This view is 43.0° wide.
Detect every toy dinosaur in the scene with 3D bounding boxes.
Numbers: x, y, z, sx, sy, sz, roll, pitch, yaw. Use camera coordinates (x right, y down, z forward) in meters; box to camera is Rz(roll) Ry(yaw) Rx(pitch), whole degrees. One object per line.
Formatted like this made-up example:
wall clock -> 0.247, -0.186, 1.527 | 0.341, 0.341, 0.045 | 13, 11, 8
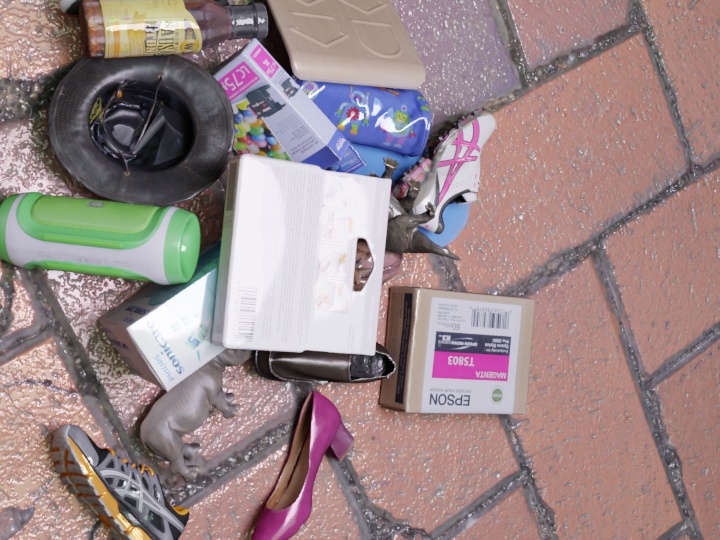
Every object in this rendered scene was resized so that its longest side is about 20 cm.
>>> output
toy dinosaur -> 0.000, 0.000, 1.126 | 0.200, 0.135, 0.086 | -30, 103, -30
toy dinosaur -> 0.032, -0.067, 1.099 | 0.200, 0.102, 0.077 | 28, 42, -7

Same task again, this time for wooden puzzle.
wooden puzzle -> -0.031, -0.303, 1.126 | 0.185, 0.046, 0.200 | -2, 60, -31

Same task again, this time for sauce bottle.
sauce bottle -> -0.201, -0.269, 0.997 | 0.200, 0.066, 0.066 | -10, 96, -20

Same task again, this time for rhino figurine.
rhino figurine -> -0.185, 0.141, 1.080 | 0.087, 0.060, 0.200 | 40, 72, -26

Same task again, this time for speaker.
speaker -> -0.276, -0.034, 0.964 | 0.200, 0.088, 0.089 | 6, 88, 6

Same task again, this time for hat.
hat -> -0.245, -0.152, 1.028 | 0.200, 0.081, 0.201 | 3, 77, -15

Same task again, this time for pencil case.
pencil case -> -0.006, -0.204, 1.143 | 0.200, 0.078, 0.087 | 12, 110, -22

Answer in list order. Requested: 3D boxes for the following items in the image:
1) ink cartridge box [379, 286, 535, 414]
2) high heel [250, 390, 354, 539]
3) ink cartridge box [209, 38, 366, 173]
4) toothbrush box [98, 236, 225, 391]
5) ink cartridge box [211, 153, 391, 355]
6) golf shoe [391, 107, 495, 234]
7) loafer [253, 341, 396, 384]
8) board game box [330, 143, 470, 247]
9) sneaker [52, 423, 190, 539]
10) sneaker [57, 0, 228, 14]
ink cartridge box -> 0.134, 0.110, 1.238 | 0.200, 0.075, 0.165 | 5, 88, -28
high heel -> -0.090, 0.247, 1.127 | 0.200, 0.067, 0.096 | -54, 124, -32
ink cartridge box -> -0.099, -0.166, 1.083 | 0.200, 0.119, 0.042 | 44, 46, -23
toothbrush box -> -0.178, 0.037, 1.032 | 0.200, 0.146, 0.085 | -36, 107, -23
ink cartridge box -> -0.062, -0.012, 0.984 | 0.176, 0.045, 0.201 | 7, 88, -26
golf shoe -> 0.120, -0.128, 1.176 | 0.092, 0.073, 0.200 | 44, 64, -3
loafer -> -0.038, 0.105, 1.140 | 0.200, 0.071, 0.073 | 4, 89, -34
board game box -> 0.046, -0.105, 1.194 | 0.200, 0.039, 0.158 | 38, 56, -4
sneaker -> -0.272, 0.244, 1.035 | 0.077, 0.078, 0.200 | -47, 115, -33
sneaker -> -0.234, -0.304, 1.035 | 0.200, 0.071, 0.099 | -31, 100, -28
